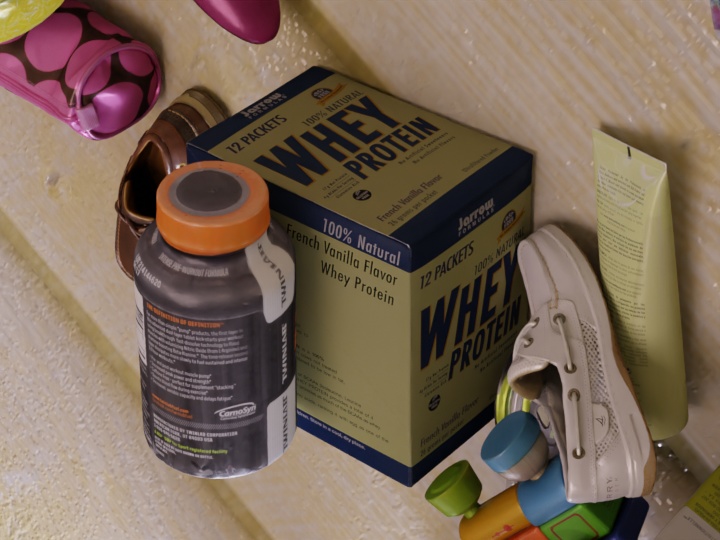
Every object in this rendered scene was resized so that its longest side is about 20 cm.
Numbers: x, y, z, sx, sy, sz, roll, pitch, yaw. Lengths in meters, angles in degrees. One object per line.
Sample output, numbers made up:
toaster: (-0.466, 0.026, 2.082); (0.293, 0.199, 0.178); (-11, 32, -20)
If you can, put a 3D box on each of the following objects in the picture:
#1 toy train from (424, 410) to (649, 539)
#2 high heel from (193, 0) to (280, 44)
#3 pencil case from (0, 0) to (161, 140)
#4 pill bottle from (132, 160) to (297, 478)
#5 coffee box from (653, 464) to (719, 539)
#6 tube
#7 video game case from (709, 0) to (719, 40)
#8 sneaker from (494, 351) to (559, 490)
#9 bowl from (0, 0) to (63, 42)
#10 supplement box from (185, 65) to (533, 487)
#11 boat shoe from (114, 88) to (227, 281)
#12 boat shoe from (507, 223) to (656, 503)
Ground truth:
toy train: (0.086, 0.176, 1.375); (0.116, 0.085, 0.200); (45, 131, -10)
high heel: (-0.100, -0.251, 1.380); (0.201, 0.067, 0.096); (59, 152, 0)
pencil case: (-0.251, -0.170, 1.579); (0.199, 0.094, 0.091); (28, 137, 29)
pill bottle: (-0.093, 0.029, 1.333); (0.106, 0.106, 0.201); (28, 135, 30)
coffee box: (0.237, 0.265, 1.299); (0.200, 0.198, 0.200); (40, 139, 12)
tube: (0.178, 0.011, 1.305); (0.058, 0.052, 0.201); (1, 118, 21)
video game case: (0.263, -0.202, 1.083); (0.199, 0.024, 0.183); (10, 124, 41)
sneaker: (0.145, 0.148, 1.420); (0.081, 0.074, 0.201); (12, 127, 36)
bowl: (-0.275, -0.234, 1.511); (0.200, 0.200, 0.108); (30, 164, 28)
supplement box: (0.000, 0.000, 1.409); (0.199, 0.134, 0.201); (25, 133, 32)
boat shoe: (-0.160, -0.057, 1.587); (0.072, 0.067, 0.200); (44, 140, 14)
boat shoe: (0.126, 0.057, 1.308); (0.071, 0.069, 0.201); (89, 166, -54)
